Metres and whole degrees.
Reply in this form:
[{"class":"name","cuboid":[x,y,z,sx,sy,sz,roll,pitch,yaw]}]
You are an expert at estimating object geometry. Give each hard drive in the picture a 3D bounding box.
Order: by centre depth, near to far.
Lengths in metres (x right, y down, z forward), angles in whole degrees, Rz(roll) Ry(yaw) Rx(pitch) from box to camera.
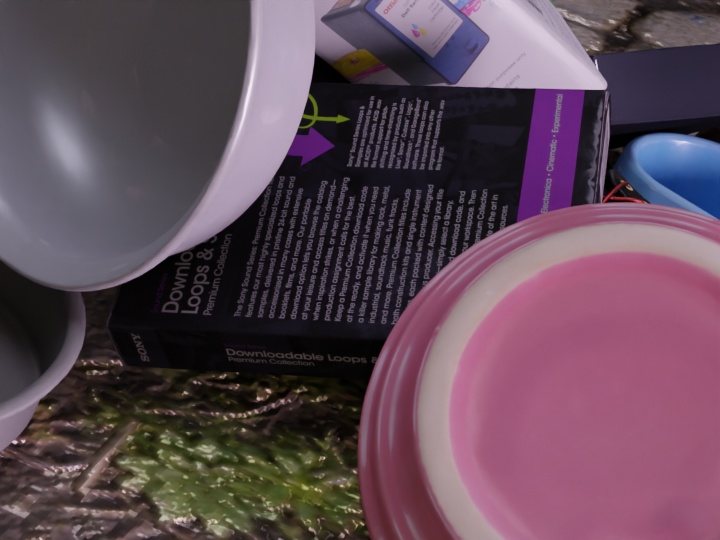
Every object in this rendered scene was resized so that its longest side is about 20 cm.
[{"class":"hard drive","cuboid":[0.159,-0.097,1.039,0.199,0.043,0.134,-9,-2,-39]}]

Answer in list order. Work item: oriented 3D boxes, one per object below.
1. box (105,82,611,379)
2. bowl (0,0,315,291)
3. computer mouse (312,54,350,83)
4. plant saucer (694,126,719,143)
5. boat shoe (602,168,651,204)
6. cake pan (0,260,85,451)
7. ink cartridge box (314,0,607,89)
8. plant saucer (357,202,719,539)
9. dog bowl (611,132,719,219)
[{"class":"box","cuboid":[0.003,-0.019,0.794,0.198,0.036,0.144,4,52,11]},{"class":"bowl","cuboid":[-0.084,-0.092,0.762,0.090,0.202,0.201,1,29,-49]},{"class":"computer mouse","cuboid":[-0.049,-0.107,0.954,0.137,0.053,0.200,9,14,-6]},{"class":"plant saucer","cuboid":[0.297,-0.055,1.113,0.198,0.032,0.201,12,28,-6]},{"class":"boat shoe","cuboid":[0.100,-0.012,0.834,0.073,0.064,0.201,-14,18,-28]},{"class":"cake pan","cuboid":[-0.209,0.020,0.726,0.199,0.037,0.201,12,29,-7]},{"class":"ink cartridge box","cuboid":[0.012,-0.154,0.913,0.200,0.087,0.146,37,20,-38]},{"class":"plant saucer","cuboid":[0.096,0.060,0.676,0.199,0.051,0.202,-3,64,5]},{"class":"dog bowl","cuboid":[0.209,-0.010,0.971,0.111,0.050,0.200,-16,41,-44]}]
